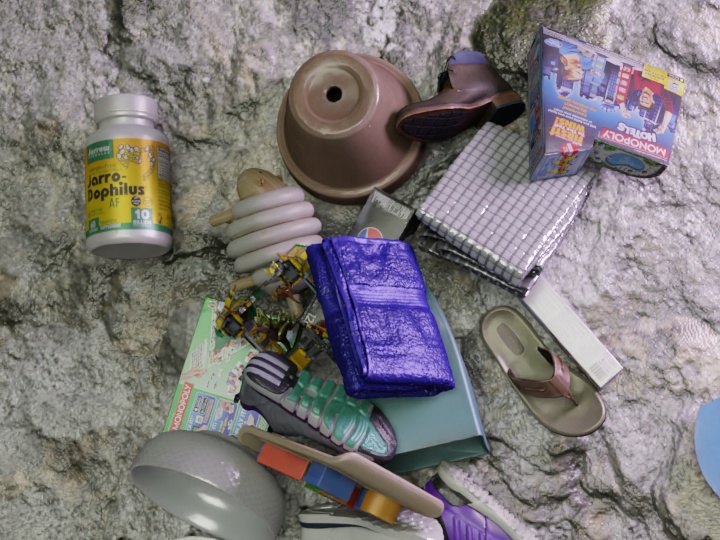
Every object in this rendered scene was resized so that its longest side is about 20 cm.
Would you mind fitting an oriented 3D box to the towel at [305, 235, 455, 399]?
[{"bbox_3d":[0.026,0.051,1.594,0.147,0.050,0.201,0,59,-29],"label":"towel"}]

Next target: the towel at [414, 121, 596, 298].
[{"bbox_3d":[0.178,-0.072,1.705,0.165,0.086,0.200,30,59,11],"label":"towel"}]

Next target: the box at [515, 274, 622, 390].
[{"bbox_3d":[0.248,0.062,1.717,0.041,0.039,0.200,-41,77,-2],"label":"box"}]

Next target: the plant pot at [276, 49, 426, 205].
[{"bbox_3d":[-0.023,-0.198,1.737,0.199,0.175,0.201,-2,79,9],"label":"plant pot"}]

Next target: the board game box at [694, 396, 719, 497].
[{"bbox_3d":[0.505,0.205,1.656,0.199,0.039,0.159,-29,82,7],"label":"board game box"}]

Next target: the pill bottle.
[{"bbox_3d":[-0.304,-0.123,1.795,0.112,0.113,0.201,-4,79,7],"label":"pill bottle"}]

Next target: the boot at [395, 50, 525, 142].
[{"bbox_3d":[0.109,-0.223,1.745,0.199,0.075,0.097,-11,62,-36],"label":"boot"}]

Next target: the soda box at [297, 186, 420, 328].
[{"bbox_3d":[0.000,0.000,1.748,0.063,0.071,0.201,29,85,13],"label":"soda box"}]

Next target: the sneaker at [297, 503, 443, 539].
[{"bbox_3d":[0.014,0.333,1.668,0.199,0.076,0.081,-1,93,35],"label":"sneaker"}]

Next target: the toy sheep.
[{"bbox_3d":[-0.111,-0.035,1.747,0.137,0.138,0.201,-18,92,5],"label":"toy sheep"}]

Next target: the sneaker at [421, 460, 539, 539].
[{"bbox_3d":[0.146,0.333,1.672,0.200,0.070,0.100,42,98,13],"label":"sneaker"}]

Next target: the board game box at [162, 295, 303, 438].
[{"bbox_3d":[-0.166,0.147,1.767,0.134,0.029,0.201,16,82,11],"label":"board game box"}]

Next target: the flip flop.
[{"bbox_3d":[0.222,0.124,1.700,0.081,0.058,0.200,-38,77,0],"label":"flip flop"}]

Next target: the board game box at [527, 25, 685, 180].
[{"bbox_3d":[0.288,-0.184,1.708,0.199,0.062,0.201,20,58,-1],"label":"board game box"}]

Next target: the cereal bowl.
[{"bbox_3d":[-0.177,0.253,1.672,0.199,0.200,0.084,19,62,11],"label":"cereal bowl"}]

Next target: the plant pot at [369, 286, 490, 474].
[{"bbox_3d":[0.065,0.133,1.685,0.141,0.141,0.201,-14,72,5],"label":"plant pot"}]

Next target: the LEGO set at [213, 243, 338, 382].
[{"bbox_3d":[-0.103,0.075,1.656,0.200,0.116,0.154,-31,99,38],"label":"LEGO set"}]

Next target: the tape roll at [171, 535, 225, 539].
[{"bbox_3d":[-0.204,0.434,1.715,0.202,0.037,0.204,-1,80,8],"label":"tape roll"}]

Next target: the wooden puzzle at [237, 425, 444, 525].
[{"bbox_3d":[-0.029,0.247,1.609,0.199,0.185,0.046,5,67,47],"label":"wooden puzzle"}]

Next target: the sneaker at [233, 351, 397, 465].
[{"bbox_3d":[-0.052,0.173,1.601,0.199,0.088,0.075,33,46,3],"label":"sneaker"}]
